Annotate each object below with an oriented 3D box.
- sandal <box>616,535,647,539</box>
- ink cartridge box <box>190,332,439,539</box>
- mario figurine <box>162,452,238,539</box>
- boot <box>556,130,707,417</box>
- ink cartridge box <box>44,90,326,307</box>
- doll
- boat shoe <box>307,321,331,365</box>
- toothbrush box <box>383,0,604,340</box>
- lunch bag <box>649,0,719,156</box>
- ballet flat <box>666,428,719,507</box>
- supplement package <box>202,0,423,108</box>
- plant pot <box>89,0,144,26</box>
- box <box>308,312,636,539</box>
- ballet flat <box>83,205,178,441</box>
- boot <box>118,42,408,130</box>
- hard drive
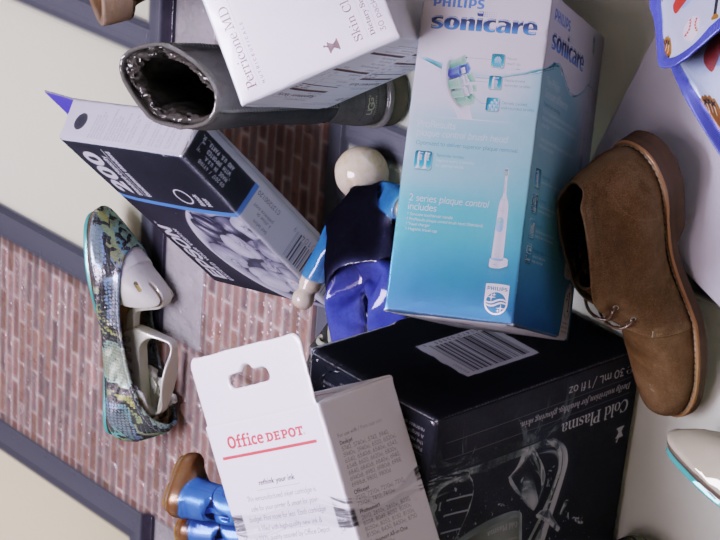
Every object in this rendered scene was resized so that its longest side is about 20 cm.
[{"bbox_3d":[0.217,0.262,1.431,0.080,0.057,0.201,-53,47,50],"label":"sandal"},{"bbox_3d":[-0.022,0.135,1.343,0.116,0.068,0.201,-15,91,48],"label":"ink cartridge box"},{"bbox_3d":[-0.040,0.183,1.660,0.199,0.123,0.106,11,85,21],"label":"mario figurine"},{"bbox_3d":[0.165,0.015,1.368,0.074,0.075,0.201,27,140,50],"label":"boot"},{"bbox_3d":[-0.130,-0.054,1.651,0.200,0.043,0.198,13,155,47],"label":"ink cartridge box"},{"bbox_3d":[0.000,0.000,1.545,0.136,0.048,0.201,-33,50,42],"label":"doll"},{"bbox_3d":[-0.001,0.065,1.611,0.071,0.064,0.200,49,134,29],"label":"boat shoe"},{"bbox_3d":[0.086,-0.064,1.352,0.085,0.146,0.201,7,88,19],"label":"toothbrush box"},{"bbox_3d":[0.260,-0.134,1.200,0.170,0.124,0.200,-43,61,36],"label":"lunch bag"},{"bbox_3d":[0.271,0.150,1.332,0.200,0.069,0.070,47,133,27],"label":"ballet flat"},{"bbox_3d":[-0.036,-0.213,1.366,0.111,0.156,0.201,-23,86,18],"label":"supplement package"},{"bbox_3d":[-0.173,-0.291,1.651,0.201,0.092,0.202,167,90,-79],"label":"plant pot"},{"bbox_3d":[0.068,0.138,1.448,0.124,0.200,0.197,28,122,40],"label":"box"},{"bbox_3d":[-0.184,0.044,1.828,0.074,0.074,0.201,9,110,48],"label":"ballet flat"},{"bbox_3d":[-0.088,-0.136,1.542,0.182,0.200,0.073,18,112,45],"label":"boot"},{"bbox_3d":[0.232,-0.046,1.335,0.200,0.027,0.132,48,134,27],"label":"hard drive"}]
